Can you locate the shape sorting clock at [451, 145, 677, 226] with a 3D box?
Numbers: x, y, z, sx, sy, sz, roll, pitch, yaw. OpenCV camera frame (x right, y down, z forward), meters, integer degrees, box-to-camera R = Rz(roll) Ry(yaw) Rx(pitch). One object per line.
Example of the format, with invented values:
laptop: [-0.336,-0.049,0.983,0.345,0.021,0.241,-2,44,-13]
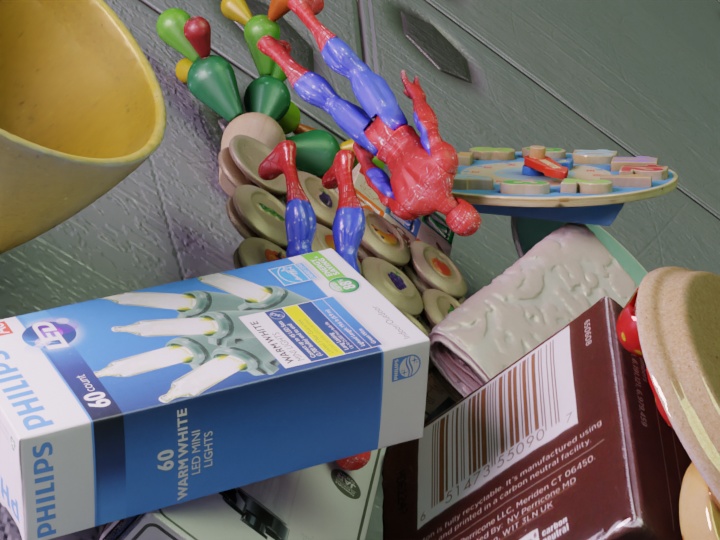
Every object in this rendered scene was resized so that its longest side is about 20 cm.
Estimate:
shape sorting clock: [0.123,-0.068,1.188,0.200,0.039,0.200,4,13,-1]

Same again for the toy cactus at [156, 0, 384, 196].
toy cactus: [-0.061,-0.112,1.199,0.200,0.102,0.165,43,33,-22]

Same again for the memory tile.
memory tile: [0.000,0.000,1.041,0.200,0.017,0.153,28,28,-28]

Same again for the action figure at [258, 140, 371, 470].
action figure: [-0.017,0.021,0.925,0.065,0.052,0.200,11,48,-26]

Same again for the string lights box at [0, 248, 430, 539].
string lights box: [-0.079,0.054,0.787,0.200,0.059,0.103,-12,32,-27]

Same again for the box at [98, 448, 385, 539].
box: [-0.056,0.119,0.856,0.117,0.060,0.200,40,25,-9]

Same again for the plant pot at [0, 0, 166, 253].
plant pot: [-0.216,-0.076,0.823,0.200,0.142,0.200,34,26,-19]

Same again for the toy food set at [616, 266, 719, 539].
toy food set: [0.192,0.086,0.798,0.198,0.049,0.200,10,48,-52]

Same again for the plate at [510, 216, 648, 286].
plate: [0.173,0.031,1.196,0.200,0.026,0.200,34,30,-23]

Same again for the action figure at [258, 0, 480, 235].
action figure: [0.013,-0.097,1.111,0.200,0.065,0.052,52,22,23]

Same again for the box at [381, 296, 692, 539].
box: [0.134,0.158,0.859,0.200,0.166,0.164,38,29,-23]

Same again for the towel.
towel: [0.149,0.074,1.061,0.191,0.032,0.200,50,38,4]

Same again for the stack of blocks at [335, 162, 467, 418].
stack of blocks: [0.015,0.014,1.131,0.115,0.059,0.200,39,25,-10]
